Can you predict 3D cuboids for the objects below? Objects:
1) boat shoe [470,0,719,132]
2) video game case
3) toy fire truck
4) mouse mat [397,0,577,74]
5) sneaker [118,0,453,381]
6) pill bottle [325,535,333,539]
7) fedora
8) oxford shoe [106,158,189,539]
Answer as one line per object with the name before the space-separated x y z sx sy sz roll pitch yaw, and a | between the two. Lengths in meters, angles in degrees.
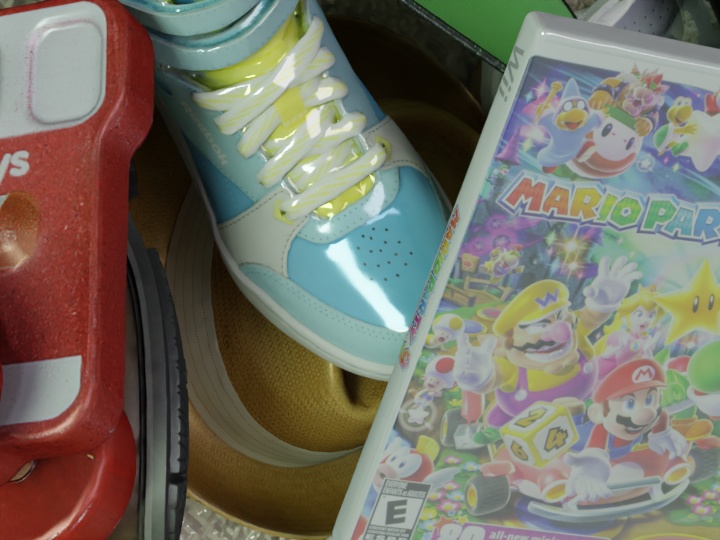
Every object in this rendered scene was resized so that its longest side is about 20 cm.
boat shoe | 0.139 -0.098 1.054 0.199 0.069 0.071 -32 102 -29
video game case | 0.086 0.019 0.851 0.142 0.018 0.201 9 118 -21
toy fire truck | -0.158 0.005 0.808 0.112 0.199 0.169 41 46 -60
mouse mat | 0.030 -0.115 0.939 0.161 0.200 0.008 32 108 -25
sneaker | -0.031 -0.058 0.844 0.079 0.131 0.200 -35 75 -7
pill bottle | 0.005 0.201 0.923 0.104 0.104 0.201 27 72 -26
fedora | 0.000 0.000 0.951 0.199 0.082 0.202 3 84 -30
oxford shoe | -0.105 0.011 0.876 0.084 0.073 0.201 -13 61 -10
